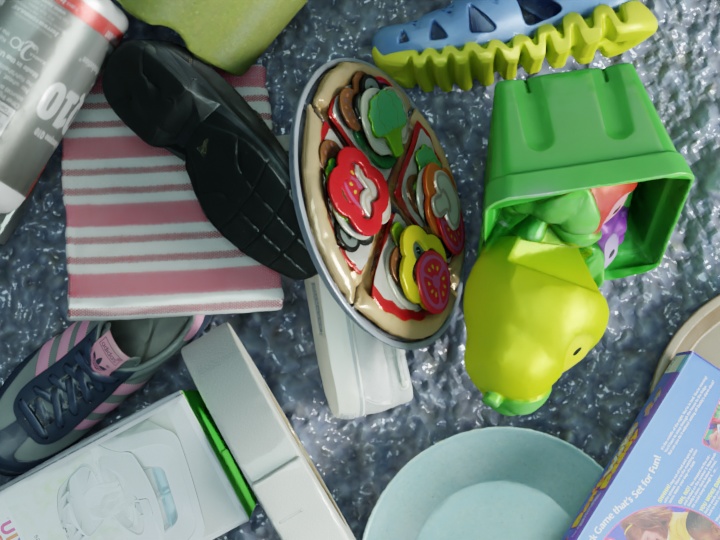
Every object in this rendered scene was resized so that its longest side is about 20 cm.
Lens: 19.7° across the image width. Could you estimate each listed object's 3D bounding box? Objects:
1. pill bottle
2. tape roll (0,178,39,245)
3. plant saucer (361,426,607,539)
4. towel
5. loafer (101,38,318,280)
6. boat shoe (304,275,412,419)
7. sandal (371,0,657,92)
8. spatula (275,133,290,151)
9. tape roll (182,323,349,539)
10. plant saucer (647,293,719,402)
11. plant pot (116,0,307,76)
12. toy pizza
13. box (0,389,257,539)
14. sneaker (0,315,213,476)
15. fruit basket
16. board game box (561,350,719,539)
[{"bbox_3d":[-0.250,-0.110,1.375,0.114,0.114,0.201,31,87,1],"label":"pill bottle"},{"bbox_3d":[-0.320,-0.093,1.448,0.201,0.037,0.204,0,86,-1],"label":"tape roll"},{"bbox_3d":[0.097,0.209,1.440,0.200,0.039,0.202,0,87,-2],"label":"plant saucer"},{"bbox_3d":[-0.129,-0.054,1.412,0.145,0.030,0.201,-3,61,-5],"label":"towel"},{"bbox_3d":[-0.081,-0.081,1.376,0.200,0.072,0.073,50,123,8],"label":"loafer"},{"bbox_3d":[0.000,0.000,1.433,0.068,0.072,0.201,-8,89,-13],"label":"boat shoe"},{"bbox_3d":[0.101,-0.179,1.447,0.199,0.079,0.088,-13,82,-10],"label":"sandal"},{"bbox_3d":[-0.068,-0.088,1.460,0.199,0.021,0.057,-8,90,-1],"label":"spatula"},{"bbox_3d":[-0.052,0.128,1.348,0.037,0.203,0.204,-30,88,-3],"label":"tape roll"},{"bbox_3d":[0.297,0.105,1.454,0.199,0.029,0.201,0,87,-2],"label":"plant saucer"},{"bbox_3d":[-0.085,-0.241,1.397,0.200,0.200,0.185,35,98,1],"label":"plant pot"},{"bbox_3d":[0.021,-0.047,1.382,0.032,0.200,0.201,-16,87,32],"label":"toy pizza"},{"bbox_3d":[-0.167,0.156,1.356,0.176,0.200,0.097,-29,88,-4],"label":"box"},{"bbox_3d":[-0.186,0.065,1.419,0.200,0.082,0.070,-42,90,-3],"label":"sneaker"},{"bbox_3d":[0.135,-0.009,1.369,0.154,0.216,0.217,-8,87,-2],"label":"fruit basket"},{"bbox_3d":[0.222,0.174,1.405,0.134,0.045,0.201,34,84,-2],"label":"board game box"}]
